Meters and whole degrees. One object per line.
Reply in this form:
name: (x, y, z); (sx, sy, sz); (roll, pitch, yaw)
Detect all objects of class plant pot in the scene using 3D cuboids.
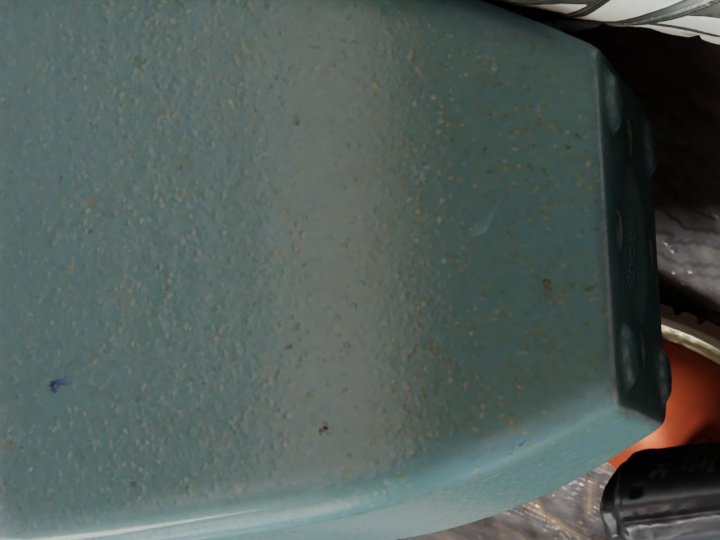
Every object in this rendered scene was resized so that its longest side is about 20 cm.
plant pot: (0.000, 0.000, 0.867); (0.199, 0.198, 0.196); (-4, 172, 14)

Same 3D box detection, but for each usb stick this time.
usb stick: (0.182, 0.070, 0.882); (0.199, 0.055, 0.033); (-9, 106, 25)

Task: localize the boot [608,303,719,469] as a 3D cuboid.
boot: (0.132, 0.093, 0.965); (0.200, 0.107, 0.075); (39, 150, 5)

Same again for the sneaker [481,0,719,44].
sneaker: (0.084, -0.108, 0.778); (0.199, 0.067, 0.090); (4, 175, 44)
